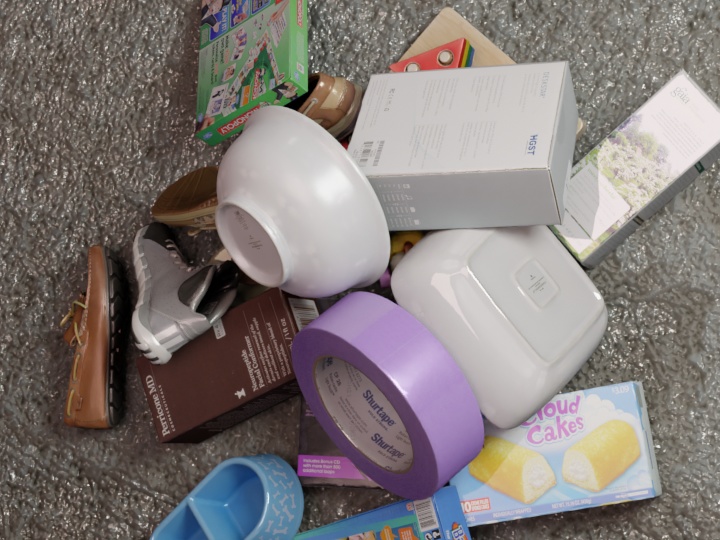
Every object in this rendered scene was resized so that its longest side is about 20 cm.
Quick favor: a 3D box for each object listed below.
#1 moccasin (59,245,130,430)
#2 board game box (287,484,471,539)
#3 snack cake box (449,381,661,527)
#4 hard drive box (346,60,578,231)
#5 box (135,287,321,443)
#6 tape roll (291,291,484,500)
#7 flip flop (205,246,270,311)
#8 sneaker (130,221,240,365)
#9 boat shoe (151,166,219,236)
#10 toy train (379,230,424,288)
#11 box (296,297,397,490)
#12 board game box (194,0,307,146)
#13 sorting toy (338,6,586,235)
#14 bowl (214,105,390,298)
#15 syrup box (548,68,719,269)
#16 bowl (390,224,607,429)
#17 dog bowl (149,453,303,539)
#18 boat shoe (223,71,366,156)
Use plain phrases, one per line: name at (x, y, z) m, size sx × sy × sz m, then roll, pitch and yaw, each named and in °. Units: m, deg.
moccasin at (-0.296, 0.073, 1.746) m, size 0.078 × 0.074 × 0.202 m, roll 3°, pitch 95°, yaw 10°
board game box at (0.029, 0.313, 1.589) m, size 0.200 × 0.045 × 0.152 m, roll -23°, pitch 77°, yaw 36°
snack cake box at (0.187, 0.182, 1.573) m, size 0.200 × 0.067 × 0.115 m, roll -12°, pitch 82°, yaw 17°
hard drive box at (0.098, -0.118, 1.517) m, size 0.200 × 0.077 × 0.156 m, roll -1°, pitch 45°, yaw 19°
box at (-0.130, 0.099, 1.664) m, size 0.200 × 0.075 × 0.100 m, roll -29°, pitch 72°, yaw 26°
tape roll at (0.024, 0.120, 1.518) m, size 0.066 × 0.200 × 0.200 m, roll -36°, pitch 71°, yaw -26°
flip flop at (-0.098, -0.020, 1.694) m, size 0.200 × 0.058 × 0.081 m, roll -36°, pitch 75°, yaw 11°
sneaker at (-0.177, 0.006, 1.673) m, size 0.115 × 0.075 × 0.200 m, roll -27°, pitch 40°, yaw 16°
boat shoe at (-0.139, -0.069, 1.688) m, size 0.200 × 0.063 × 0.073 m, roll -5°, pitch 45°, yaw 40°
toy train at (0.000, 0.000, 1.601) m, size 0.150 × 0.056 × 0.200 m, roll -36°, pitch 92°, yaw 2°
box at (0.009, 0.128, 1.655) m, size 0.143 × 0.036 × 0.200 m, roll 0°, pitch 83°, yaw 18°
board game box at (-0.114, -0.240, 1.674) m, size 0.135 × 0.029 × 0.200 m, roll -25°, pitch 48°, yaw 30°
sorting toy at (0.090, -0.142, 1.639) m, size 0.200 × 0.070 × 0.199 m, roll 43°, pitch 98°, yaw 18°
bowl at (-0.073, -0.047, 1.501) m, size 0.201 × 0.201 × 0.090 m, roll 41°, pitch 59°, yaw 18°
syrup box at (0.272, -0.098, 1.568) m, size 0.200 × 0.081 × 0.079 m, roll -42°, pitch 75°, yaw 9°
bowl at (0.145, 0.028, 1.519) m, size 0.200 × 0.200 × 0.075 m, roll 52°, pitch 137°, yaw 0°
dog bowl at (-0.148, 0.274, 1.662) m, size 0.200 × 0.050 × 0.112 m, roll -46°, pitch 56°, yaw 15°
boat shoe at (-0.081, -0.156, 1.666) m, size 0.200 × 0.072 × 0.076 m, roll -28°, pitch 43°, yaw 38°
